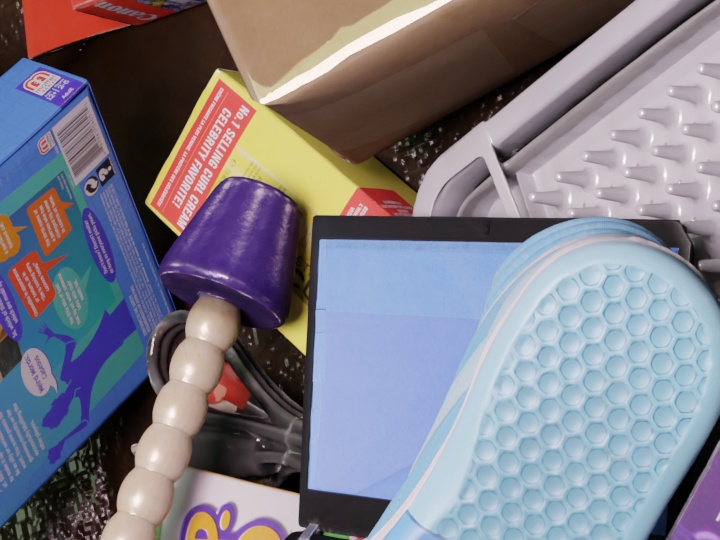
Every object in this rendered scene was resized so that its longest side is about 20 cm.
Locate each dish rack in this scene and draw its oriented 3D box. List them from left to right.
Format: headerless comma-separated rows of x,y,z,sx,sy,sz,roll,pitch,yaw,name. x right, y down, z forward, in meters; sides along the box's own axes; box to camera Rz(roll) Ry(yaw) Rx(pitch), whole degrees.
0.109,0.002,0.759,0.200,0.043,0.173,-38,61,42,dish rack

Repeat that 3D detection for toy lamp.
-0.074,0.059,0.876,0.058,0.058,0.201,7,68,35,toy lamp

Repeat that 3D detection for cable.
-0.027,0.067,0.924,0.199,0.050,0.098,2,92,43,cable

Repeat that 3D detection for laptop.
0.007,0.079,0.748,0.176,0.200,0.104,1,125,44,laptop

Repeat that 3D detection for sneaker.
0.042,0.072,0.658,0.079,0.131,0.201,33,104,-1,sneaker

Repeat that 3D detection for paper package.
0.027,-0.170,0.856,0.199,0.103,0.192,-29,72,13,paper package

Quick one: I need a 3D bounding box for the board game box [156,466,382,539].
-0.029,0.134,0.856,0.199,0.030,0.096,7,77,47,board game box

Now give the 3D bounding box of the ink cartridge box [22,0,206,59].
-0.097,-0.174,1.007,0.199,0.050,0.110,-14,78,32,ink cartridge box

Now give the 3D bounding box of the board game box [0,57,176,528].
-0.169,0.034,0.921,0.045,0.153,0.200,20,53,35,board game box

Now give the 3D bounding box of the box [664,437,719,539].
0.189,0.092,0.605,0.199,0.104,0.149,32,116,17,box

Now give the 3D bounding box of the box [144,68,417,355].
0.000,0.000,0.924,0.200,0.050,0.076,43,111,30,box
